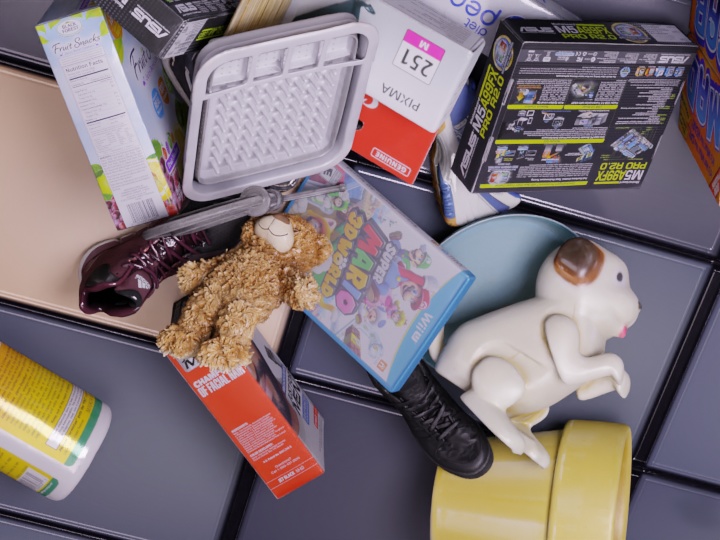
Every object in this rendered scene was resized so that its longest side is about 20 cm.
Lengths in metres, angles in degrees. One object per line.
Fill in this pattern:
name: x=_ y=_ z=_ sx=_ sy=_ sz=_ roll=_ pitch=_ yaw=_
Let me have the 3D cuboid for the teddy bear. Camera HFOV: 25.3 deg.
teddy bear: x=-0.109 y=0.015 z=1.497 sx=0.200 sy=0.145 sz=0.067 roll=-41 pitch=129 yaw=-19

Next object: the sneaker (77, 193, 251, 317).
sneaker: x=-0.189 y=-0.007 z=1.555 sx=0.199 sy=0.116 sz=0.076 roll=-29 pitch=112 yaw=12

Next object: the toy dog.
toy dog: x=0.181 y=0.063 z=1.540 sx=0.200 sy=0.194 sz=0.140 roll=-46 pitch=146 yaw=3

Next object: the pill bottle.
pill bottle: x=-0.363 y=0.138 z=1.622 sx=0.200 sy=0.113 sz=0.113 roll=32 pitch=110 yaw=-14

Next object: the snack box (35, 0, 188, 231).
snack box: x=-0.214 y=-0.163 z=1.455 sx=0.067 sy=0.169 sz=0.201 roll=-16 pitch=114 yaw=9

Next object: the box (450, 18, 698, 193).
box: x=0.197 y=-0.150 z=1.476 sx=0.199 sy=0.044 sz=0.161 roll=-4 pitch=129 yaw=-28

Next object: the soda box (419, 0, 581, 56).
soda box: x=0.109 y=-0.247 z=1.477 sx=0.199 sy=0.064 sz=0.068 roll=29 pitch=112 yaw=-13

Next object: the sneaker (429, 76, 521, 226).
sneaker: x=0.107 y=-0.141 z=1.529 sx=0.088 sy=0.075 sz=0.201 roll=-12 pitch=123 yaw=-4

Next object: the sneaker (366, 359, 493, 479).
sneaker: x=0.050 y=0.120 z=1.592 sx=0.060 sy=0.200 sz=0.104 roll=-40 pitch=153 yaw=-1

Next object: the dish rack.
dish rack: x=-0.079 y=-0.150 z=1.415 sx=0.171 sy=0.044 sz=0.200 roll=-16 pitch=149 yaw=-22

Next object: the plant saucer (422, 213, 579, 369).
plant saucer: x=0.137 y=0.023 z=1.600 sx=0.199 sy=0.027 sz=0.201 roll=-7 pitch=124 yaw=-10

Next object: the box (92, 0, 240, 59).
box: x=-0.197 y=-0.264 z=1.365 sx=0.193 sy=0.200 sz=0.048 roll=39 pitch=108 yaw=2

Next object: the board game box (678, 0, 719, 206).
board game box: x=0.409 y=-0.183 z=1.434 sx=0.199 sy=0.200 sz=0.201 roll=2 pitch=115 yaw=-1

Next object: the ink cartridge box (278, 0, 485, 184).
ink cartridge box: x=-0.009 y=-0.185 z=1.464 sx=0.199 sy=0.044 sz=0.174 roll=31 pitch=125 yaw=6

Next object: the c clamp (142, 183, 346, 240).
c clamp: x=-0.111 y=-0.059 z=1.460 sx=0.170 sy=0.200 sz=0.027 roll=-14 pitch=93 yaw=10

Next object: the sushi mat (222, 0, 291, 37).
sushi mat: x=-0.078 y=-0.238 z=1.381 sx=0.012 sy=0.096 sz=0.200 roll=42 pitch=128 yaw=14

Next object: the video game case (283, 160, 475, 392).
video game case: x=0.000 y=0.000 z=1.553 sx=0.200 sy=0.018 sz=0.143 roll=42 pitch=112 yaw=20

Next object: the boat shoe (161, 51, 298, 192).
boat shoe: x=-0.111 y=-0.144 z=1.504 sx=0.074 sy=0.060 sz=0.200 roll=-40 pitch=123 yaw=-12

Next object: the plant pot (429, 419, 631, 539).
plant pot: x=0.174 y=0.249 z=1.644 sx=0.188 sy=0.201 sz=0.202 roll=5 pitch=115 yaw=13

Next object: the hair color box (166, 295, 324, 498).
hair color box: x=-0.113 y=0.117 z=1.616 sx=0.064 sy=0.111 sz=0.200 roll=-31 pitch=112 yaw=12
